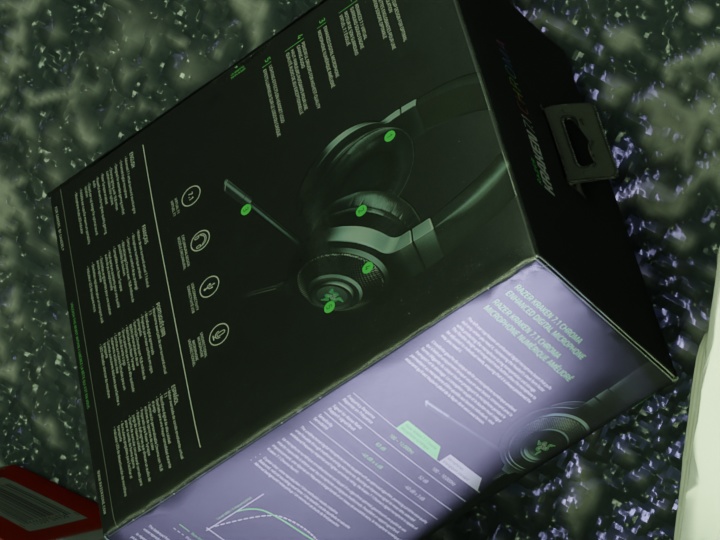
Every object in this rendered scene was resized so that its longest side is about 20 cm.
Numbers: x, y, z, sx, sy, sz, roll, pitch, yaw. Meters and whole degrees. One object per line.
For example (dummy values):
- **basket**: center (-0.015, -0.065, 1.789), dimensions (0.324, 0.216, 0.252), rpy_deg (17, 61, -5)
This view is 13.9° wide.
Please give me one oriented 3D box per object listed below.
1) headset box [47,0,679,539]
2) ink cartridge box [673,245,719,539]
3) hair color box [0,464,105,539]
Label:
- **headset box**: center (0.000, 0.000, 1.054), dimensions (0.200, 0.093, 0.174), rpy_deg (-35, 43, 18)
- **ink cartridge box**: center (0.219, 0.070, 0.983), dimensions (0.199, 0.147, 0.145), rpy_deg (9, 95, 21)
- **hair color box**: center (-0.168, 0.182, 1.162), dimensions (0.061, 0.101, 0.201), rpy_deg (23, 99, 20)
